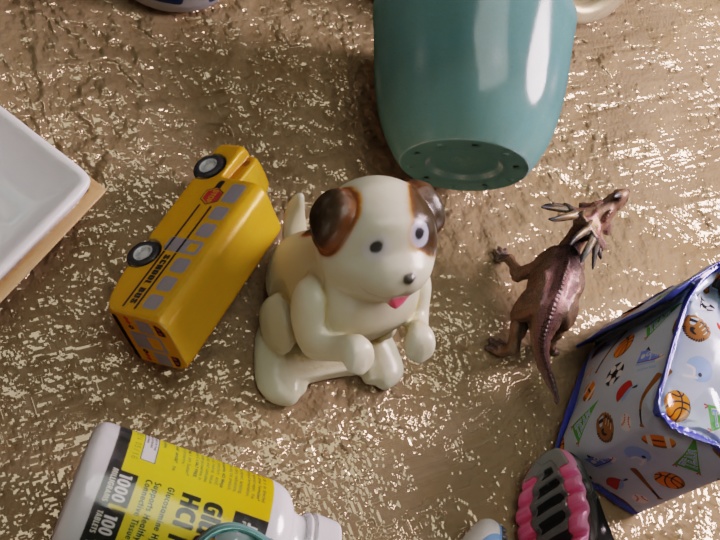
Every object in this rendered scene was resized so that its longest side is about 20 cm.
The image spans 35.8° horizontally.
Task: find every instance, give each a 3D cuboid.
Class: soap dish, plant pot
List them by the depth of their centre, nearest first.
[{"bbox_3d":[-0.326,-0.038,0.883,0.157,0.081,0.200,36,57,-1],"label":"soap dish"},{"bbox_3d":[0.105,-0.172,1.067,0.199,0.201,0.162,10,72,-17],"label":"plant pot"}]

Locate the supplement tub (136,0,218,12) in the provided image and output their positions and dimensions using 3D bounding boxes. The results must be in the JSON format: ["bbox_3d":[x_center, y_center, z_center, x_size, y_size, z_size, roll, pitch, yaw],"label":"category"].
[{"bbox_3d":[-0.163,-0.356,1.042,0.143,0.200,0.145,10,61,-18],"label":"supplement tub"}]

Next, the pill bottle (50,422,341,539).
[{"bbox_3d":[-0.120,0.196,0.826,0.199,0.113,0.113,21,58,-11],"label":"pill bottle"}]

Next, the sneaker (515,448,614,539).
[{"bbox_3d":[0.200,0.253,0.963,0.095,0.079,0.201,11,59,-42],"label":"sneaker"}]

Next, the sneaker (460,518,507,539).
[{"bbox_3d":[0.055,0.268,0.888,0.072,0.072,0.200,36,53,9],"label":"sneaker"}]

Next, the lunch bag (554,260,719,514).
[{"bbox_3d":[0.275,0.092,1.009,0.123,0.170,0.201,33,58,-9],"label":"lunch bag"}]

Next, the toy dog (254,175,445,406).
[{"bbox_3d":[0.000,0.000,0.924,0.139,0.200,0.195,2,64,-21],"label":"toy dog"}]

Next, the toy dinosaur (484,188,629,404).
[{"bbox_3d":[0.181,0.013,1.030,0.085,0.136,0.201,20,59,-11],"label":"toy dinosaur"}]

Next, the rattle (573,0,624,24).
[{"bbox_3d":[0.211,-0.351,1.274,0.199,0.130,0.143,-24,61,-3],"label":"rattle"}]

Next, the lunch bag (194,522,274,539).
[{"bbox_3d":[-0.059,0.275,0.721,0.200,0.077,0.161,37,71,2],"label":"lunch bag"}]

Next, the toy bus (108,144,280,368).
[{"bbox_3d":[-0.132,-0.017,0.941,0.078,0.065,0.201,10,51,29],"label":"toy bus"}]
